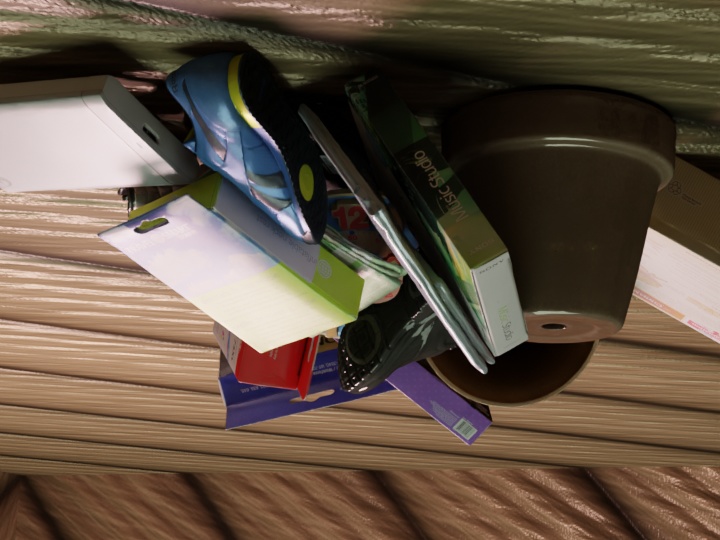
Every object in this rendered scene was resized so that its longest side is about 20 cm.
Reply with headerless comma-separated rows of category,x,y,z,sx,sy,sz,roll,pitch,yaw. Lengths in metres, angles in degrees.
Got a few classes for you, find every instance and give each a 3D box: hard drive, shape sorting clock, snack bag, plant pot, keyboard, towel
hard drive,-0.247,-0.107,1.260,0.199,0.027,0.132,0,153,31
shape sorting clock,0.000,0.000,1.415,0.199,0.039,0.200,2,134,2
snack bag,0.026,-0.032,1.235,0.021,0.189,0.200,-35,128,1
plant pot,0.164,-0.036,1.293,0.199,0.175,0.200,2,165,0
keyboard,-0.010,-0.106,1.343,0.104,0.040,0.200,5,159,23
plant pot,0.149,0.042,1.634,0.186,0.187,0.200,2,180,2
towel,-0.078,-0.015,1.364,0.200,0.023,0.152,31,142,-25

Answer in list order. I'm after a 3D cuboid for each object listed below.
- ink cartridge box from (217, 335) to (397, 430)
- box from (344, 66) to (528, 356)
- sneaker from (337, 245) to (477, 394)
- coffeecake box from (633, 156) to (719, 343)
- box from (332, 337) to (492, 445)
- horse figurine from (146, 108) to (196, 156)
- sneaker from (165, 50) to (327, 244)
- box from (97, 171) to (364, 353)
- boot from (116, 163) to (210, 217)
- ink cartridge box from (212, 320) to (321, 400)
ink cartridge box,-0.062,0.089,1.753,0.197,0.047,0.200,-14,-156,3
box,0.059,-0.044,1.206,0.036,0.200,0.144,-31,149,-5
sneaker,0.054,0.052,1.400,0.091,0.076,0.200,19,133,-33
coffeecake box,0.319,-0.011,1.443,0.153,0.073,0.200,29,167,6
box,0.047,0.082,1.626,0.200,0.039,0.137,39,-165,-16
horse figurine,-0.198,-0.112,1.313,0.199,0.050,0.133,-2,158,28
sneaker,-0.087,-0.094,1.238,0.078,0.066,0.200,-7,139,22
box,-0.108,-0.009,1.319,0.122,0.048,0.200,-21,134,39
boot,-0.146,-0.070,1.379,0.130,0.068,0.200,-8,170,-13
ink cartridge box,-0.095,0.046,1.612,0.067,0.117,0.200,8,-167,-18
